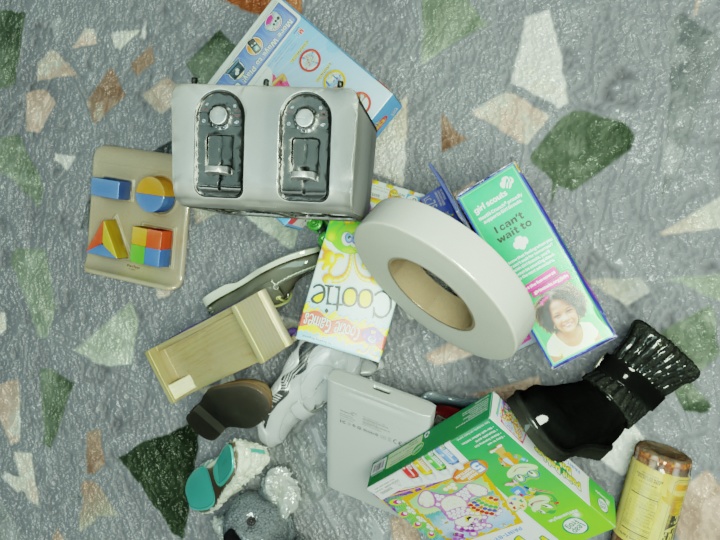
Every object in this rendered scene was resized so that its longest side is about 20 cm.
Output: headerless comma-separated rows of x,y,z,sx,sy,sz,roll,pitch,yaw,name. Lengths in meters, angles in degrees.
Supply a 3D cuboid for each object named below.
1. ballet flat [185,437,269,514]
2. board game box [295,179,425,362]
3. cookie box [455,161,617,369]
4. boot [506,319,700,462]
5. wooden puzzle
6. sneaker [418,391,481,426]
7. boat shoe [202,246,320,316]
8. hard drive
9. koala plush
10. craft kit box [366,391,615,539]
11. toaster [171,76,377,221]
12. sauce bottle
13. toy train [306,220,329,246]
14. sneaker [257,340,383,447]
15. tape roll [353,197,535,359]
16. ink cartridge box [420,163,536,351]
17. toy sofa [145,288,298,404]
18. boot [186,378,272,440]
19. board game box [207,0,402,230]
-0.182,0.289,0.944,0.072,0.072,0.200,58,136,11,ballet flat
0.000,0.000,0.823,0.104,0.103,0.202,15,84,0,board game box
0.195,-0.005,0.747,0.075,0.171,0.201,-31,80,15,cookie box
0.257,0.121,0.715,0.158,0.210,0.080,-49,53,19,boot
-0.343,-0.082,1.023,0.184,0.046,0.202,11,94,21,wooden puzzle
0.146,0.199,0.795,0.199,0.096,0.080,14,60,20,sneaker
-0.128,0.027,0.928,0.201,0.072,0.061,-26,83,26,boat shoe
0.021,0.220,0.839,0.131,0.027,0.201,17,128,19,hard drive
-0.122,0.382,0.901,0.177,0.183,0.200,-47,54,16,koala plush
0.143,0.252,0.767,0.197,0.049,0.200,39,125,-14,craft kit box
-0.080,-0.116,0.700,0.179,0.200,0.120,4,91,7,toaster
0.316,0.296,0.762,0.066,0.066,0.202,14,98,20,sauce bottle
-0.039,-0.064,0.909,0.056,0.042,0.201,-36,78,7,toy train
-0.053,0.168,0.896,0.115,0.075,0.201,32,99,20,sneaker
0.080,0.011,0.679,0.202,0.203,0.037,35,71,18,tape roll
0.123,-0.013,0.747,0.042,0.120,0.200,-29,123,10,ink cartridge box
-0.182,0.098,0.906,0.199,0.097,0.083,-27,93,33,toy sofa
-0.165,0.166,0.901,0.074,0.076,0.200,48,141,-9,boot
-0.087,-0.189,0.823,0.196,0.056,0.200,43,99,12,board game box
